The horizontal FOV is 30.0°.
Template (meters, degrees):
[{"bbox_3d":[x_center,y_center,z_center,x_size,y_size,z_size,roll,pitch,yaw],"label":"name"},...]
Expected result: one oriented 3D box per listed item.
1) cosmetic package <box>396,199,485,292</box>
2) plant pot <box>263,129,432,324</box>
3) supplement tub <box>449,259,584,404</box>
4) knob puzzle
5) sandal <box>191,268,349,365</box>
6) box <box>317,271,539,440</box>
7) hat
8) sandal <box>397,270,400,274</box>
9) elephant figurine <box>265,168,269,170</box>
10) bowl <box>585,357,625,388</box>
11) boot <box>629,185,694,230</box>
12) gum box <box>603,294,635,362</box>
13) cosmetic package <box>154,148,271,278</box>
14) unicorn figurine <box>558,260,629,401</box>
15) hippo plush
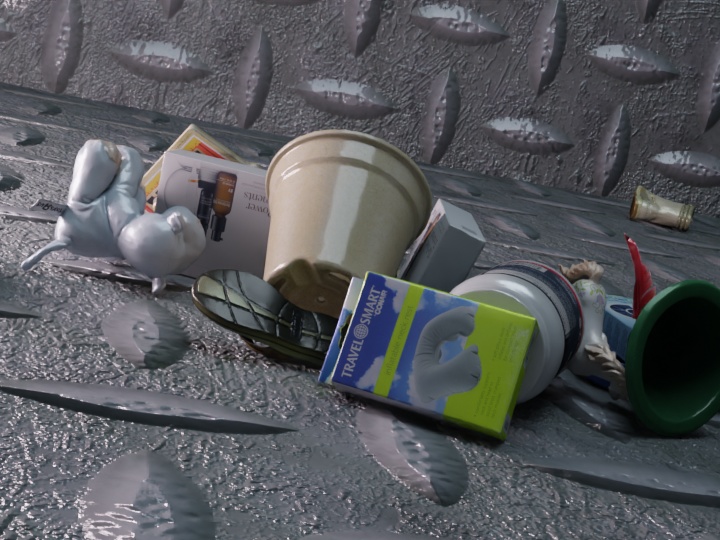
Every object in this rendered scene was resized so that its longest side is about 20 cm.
[{"bbox_3d":[0.086,0.003,1.613,0.052,0.151,0.200,25,10,-5],"label":"cosmetic package"},{"bbox_3d":[-0.029,-0.024,1.527,0.200,0.201,0.184,12,47,1],"label":"plant pot"},{"bbox_3d":[0.157,0.067,1.441,0.140,0.140,0.200,15,12,17],"label":"supplement tub"},{"bbox_3d":[-0.195,-0.080,1.794,0.219,0.220,0.030,13,43,4],"label":"knob puzzle"},{"bbox_3d":[-0.090,0.066,1.416,0.201,0.057,0.080,27,40,-10],"label":"sandal"},{"bbox_3d":[0.063,0.079,1.320,0.200,0.122,0.048,15,-13,16],"label":"box"},{"bbox_3d":[0.312,0.080,1.508,0.200,0.166,0.176,-29,20,-27],"label":"hat"},{"bbox_3d":[0.000,0.000,1.782,0.201,0.057,0.080,6,13,-28],"label":"sandal"},{"bbox_3d":[-0.079,-0.073,1.967,0.155,0.142,0.200,-19,35,-8],"label":"elephant figurine"},{"bbox_3d":[0.357,0.122,1.639,0.200,0.039,0.201,11,11,-2],"label":"bowl"},{"bbox_3d":[0.753,-0.154,3.348,0.155,0.072,0.200,13,16,9],"label":"boot"},{"bbox_3d":[0.372,0.079,1.652,0.170,0.045,0.200,9,12,-14],"label":"gum box"},{"bbox_3d":[-0.163,-0.058,1.701,0.200,0.151,0.052,14,14,15],"label":"cosmetic package"},{"bbox_3d":[0.257,0.082,1.545,0.074,0.200,0.137,-2,-10,-35],"label":"unicorn figurine"},{"bbox_3d":[-0.270,-0.065,1.603,0.161,0.159,0.200,16,11,21],"label":"hippo plush"}]
